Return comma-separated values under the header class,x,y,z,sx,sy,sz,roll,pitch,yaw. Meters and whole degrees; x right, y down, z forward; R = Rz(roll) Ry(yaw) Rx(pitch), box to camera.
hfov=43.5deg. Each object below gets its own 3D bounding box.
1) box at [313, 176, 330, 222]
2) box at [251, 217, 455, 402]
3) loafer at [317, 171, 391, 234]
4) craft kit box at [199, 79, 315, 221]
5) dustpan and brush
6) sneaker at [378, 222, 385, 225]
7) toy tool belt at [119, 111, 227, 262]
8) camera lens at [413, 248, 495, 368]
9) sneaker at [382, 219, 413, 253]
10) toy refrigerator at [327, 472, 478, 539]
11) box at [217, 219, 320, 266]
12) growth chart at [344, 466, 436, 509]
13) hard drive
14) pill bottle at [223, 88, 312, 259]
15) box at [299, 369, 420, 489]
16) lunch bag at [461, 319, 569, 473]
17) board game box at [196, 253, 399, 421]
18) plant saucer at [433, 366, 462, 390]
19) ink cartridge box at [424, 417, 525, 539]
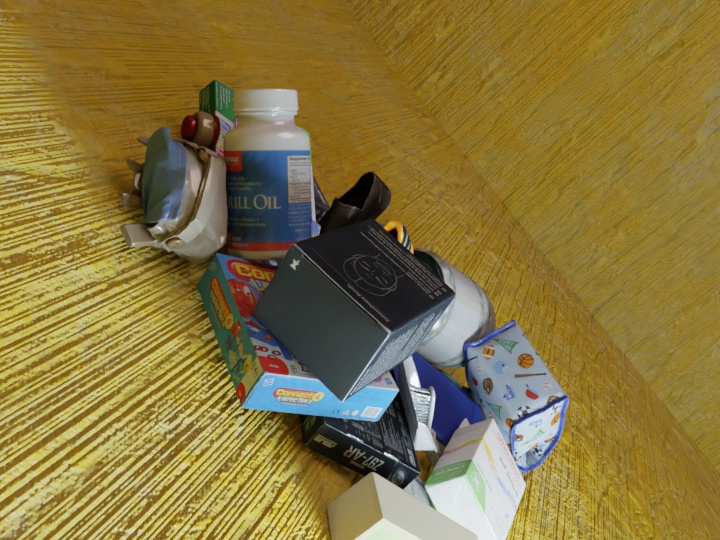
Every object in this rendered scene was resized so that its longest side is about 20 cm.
class,x,y,z,sx,sy,sz,roll,pitch,yaw
box,-0.143,-0.177,1.507,0.157,0.048,0.202,19,37,-55
box,-0.002,0.038,1.051,0.148,0.108,0.199,42,26,14
loafer,-0.032,-0.079,1.391,0.072,0.201,0.072,24,-25,32
craft kit box,-0.152,-0.154,1.340,0.196,0.048,0.204,25,49,-44
dustpan and brush,0.086,0.212,1.240,0.141,0.056,0.203,-103,-171,-47
sneaker,0.021,-0.042,1.533,0.201,0.086,0.079,-96,-177,-60
toy tool belt,-0.226,-0.112,1.075,0.121,0.124,0.205,11,62,-33
camera lens,0.118,0.066,1.485,0.199,0.159,0.162,29,28,-50
sneaker,0.000,0.000,1.324,0.078,0.200,0.078,34,-23,21
toy refrigerator,0.058,0.315,1.029,0.199,0.076,0.071,38,22,-34
box,-0.141,-0.057,1.231,0.199,0.041,0.121,38,52,-38
growth chart,0.045,0.270,1.170,0.200,0.018,0.145,48,19,-11
hard drive,0.103,0.199,1.364,0.199,0.025,0.133,41,33,-16
pill bottle,-0.117,-0.121,1.131,0.112,0.110,0.205,-21,110,-70
box,-0.010,0.168,1.154,0.159,0.044,0.202,32,25,-29
lunch bag,0.245,0.217,1.474,0.202,0.122,0.172,79,-14,-54
board game box,-0.076,0.081,1.079,0.197,0.056,0.197,13,34,-38
plant saucer,0.154,0.234,1.475,0.200,0.027,0.201,43,20,-20
ink cartridge box,0.169,0.289,1.258,0.119,0.066,0.200,63,28,-8
